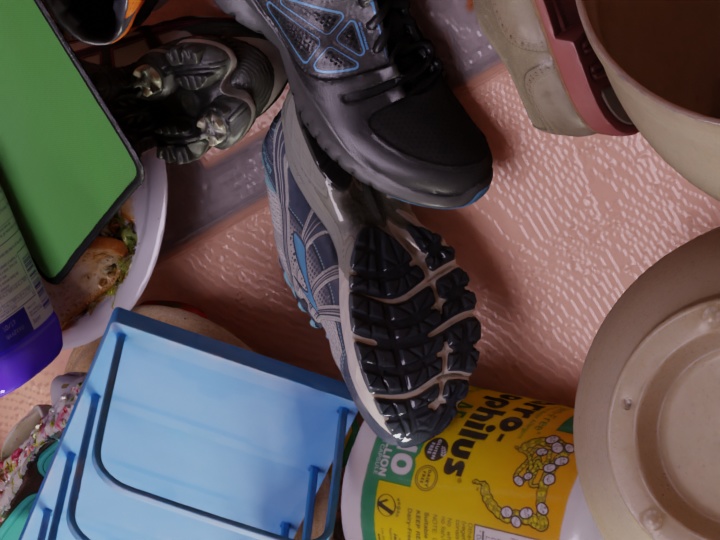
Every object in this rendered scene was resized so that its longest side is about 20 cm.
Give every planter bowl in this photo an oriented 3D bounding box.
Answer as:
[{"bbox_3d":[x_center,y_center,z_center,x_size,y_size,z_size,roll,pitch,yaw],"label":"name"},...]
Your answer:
[{"bbox_3d":[0.200,-0.095,1.212,0.199,0.201,0.135,19,151,30],"label":"planter bowl"},{"bbox_3d":[0.182,0.072,1.282,0.199,0.135,0.202,-1,88,19],"label":"planter bowl"}]

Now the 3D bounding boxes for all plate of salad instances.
[{"bbox_3d":[-0.189,-0.053,1.601,0.199,0.048,0.202,8,102,38],"label":"plate of salad"}]

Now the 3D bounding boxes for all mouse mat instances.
[{"bbox_3d":[-0.179,-0.086,1.493,0.162,0.008,0.200,58,155,4],"label":"mouse mat"}]

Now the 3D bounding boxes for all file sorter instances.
[{"bbox_3d":[-0.100,0.148,1.498,0.138,0.123,0.201,18,129,-10],"label":"file sorter"}]

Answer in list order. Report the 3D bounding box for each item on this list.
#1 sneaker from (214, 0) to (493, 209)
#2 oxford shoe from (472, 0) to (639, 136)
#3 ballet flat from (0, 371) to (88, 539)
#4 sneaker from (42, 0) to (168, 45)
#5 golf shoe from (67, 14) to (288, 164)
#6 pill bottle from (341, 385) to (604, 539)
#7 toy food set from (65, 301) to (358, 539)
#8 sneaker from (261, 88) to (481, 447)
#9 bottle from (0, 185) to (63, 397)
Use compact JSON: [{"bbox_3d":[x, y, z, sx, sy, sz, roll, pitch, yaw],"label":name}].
[{"bbox_3d":[-0.001,-0.117,1.424,0.200,0.073,0.082,48,132,6],"label":"sneaker"},{"bbox_3d":[0.072,-0.152,1.350,0.075,0.070,0.201,-7,108,46],"label":"oxford shoe"},{"bbox_3d":[-0.166,0.096,1.596,0.200,0.075,0.064,-41,53,39],"label":"ballet flat"},{"bbox_3d":[-0.117,-0.206,1.420,0.077,0.112,0.201,5,112,7],"label":"sneaker"},{"bbox_3d":[-0.118,-0.095,1.516,0.199,0.088,0.078,0,115,37],"label":"golf shoe"},{"bbox_3d":[0.099,0.125,1.453,0.199,0.113,0.114,11,121,34],"label":"pill bottle"},{"bbox_3d":[-0.090,0.110,1.630,0.198,0.049,0.201,37,131,17],"label":"toy food set"},{"bbox_3d":[0.000,0.000,1.472,0.086,0.077,0.201,-41,60,55],"label":"sneaker"},{"bbox_3d":[-0.229,-0.029,1.536,0.065,0.084,0.201,-13,107,32],"label":"bottle"}]
